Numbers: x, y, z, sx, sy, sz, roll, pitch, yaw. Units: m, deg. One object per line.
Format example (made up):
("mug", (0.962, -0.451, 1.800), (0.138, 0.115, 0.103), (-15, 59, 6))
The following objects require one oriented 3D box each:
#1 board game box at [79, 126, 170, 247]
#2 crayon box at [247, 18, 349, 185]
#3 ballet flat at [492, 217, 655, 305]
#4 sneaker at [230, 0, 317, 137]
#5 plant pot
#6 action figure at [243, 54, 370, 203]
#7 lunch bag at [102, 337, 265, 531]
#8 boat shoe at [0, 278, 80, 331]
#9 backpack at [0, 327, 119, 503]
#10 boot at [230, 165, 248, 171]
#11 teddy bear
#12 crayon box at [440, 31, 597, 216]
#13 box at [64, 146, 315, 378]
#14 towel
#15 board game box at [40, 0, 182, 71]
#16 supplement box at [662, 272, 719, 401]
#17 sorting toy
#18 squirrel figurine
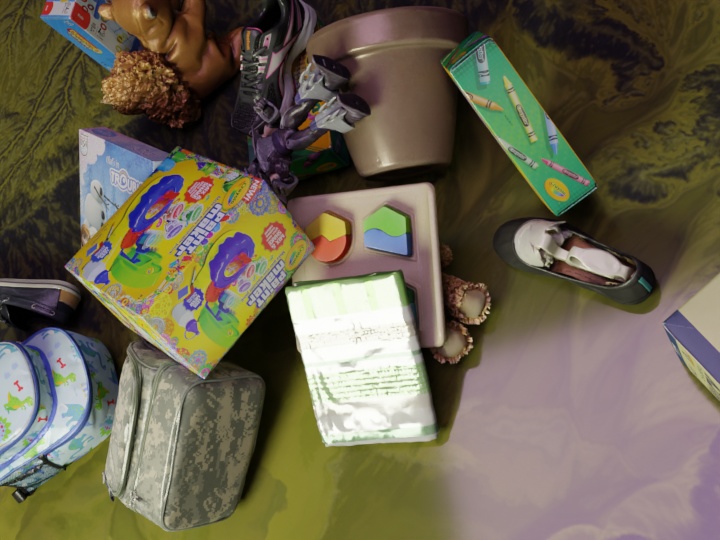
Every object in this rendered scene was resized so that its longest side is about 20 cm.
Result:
("board game box", (-0.306, -0.070, 1.316), (0.200, 0.043, 0.200), (24, 116, 45))
("crayon box", (-0.088, -0.220, 1.333), (0.118, 0.058, 0.201), (-15, 66, 20))
("ballet flat", (0.232, -0.022, 1.117), (0.199, 0.068, 0.068), (20, 82, 30))
("sneaker", (-0.127, -0.268, 1.276), (0.080, 0.086, 0.201), (8, 76, 29))
("plant pot", (0.044, -0.204, 1.220), (0.199, 0.200, 0.176), (-10, 87, 22))
("action figure", (-0.082, -0.162, 1.181), (0.200, 0.069, 0.131), (-38, 66, 36))
("lunch bag", (-0.226, 0.192, 1.201), (0.167, 0.139, 0.201), (20, 103, 40))
("boat shoe", (-0.491, 0.052, 1.428), (0.199, 0.075, 0.063), (-1, 65, 19))
("backpack", (-0.425, 0.173, 1.312), (0.199, 0.147, 0.184), (-30, 64, 10))
("boot", (-0.218, -0.037, 1.332), (0.203, 0.073, 0.155), (-21, 68, 19))
("teddy bear", (0.060, 0.029, 1.188), (0.199, 0.067, 0.146), (10, 93, 26))
("crayon box", (0.172, -0.164, 1.108), (0.058, 0.119, 0.200), (-37, 103, 10))
("box", (-0.196, -0.015, 1.161), (0.192, 0.122, 0.200), (23, 67, 45))
("towel", (0.004, 0.101, 1.143), (0.148, 0.031, 0.201), (-7, 104, 21))
("board game box", (-0.344, -0.398, 1.443), (0.056, 0.200, 0.197), (8, 76, 28))
("supplement box", (0.433, 0.071, 0.951), (0.200, 0.134, 0.200), (-42, 60, 6))
("sorting toy", (0.000, 0.000, 1.159), (0.199, 0.036, 0.186), (-5, 88, 27))
("squirrel figurine", (-0.275, -0.302, 1.384), (0.141, 0.187, 0.201), (17, 80, 28))
